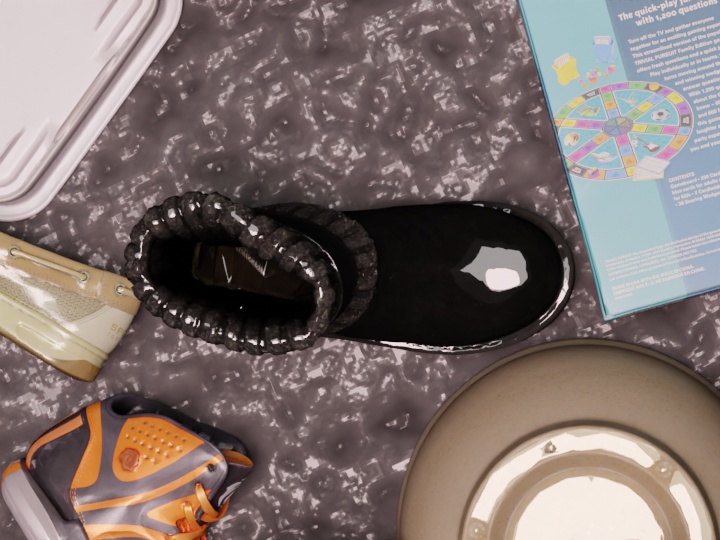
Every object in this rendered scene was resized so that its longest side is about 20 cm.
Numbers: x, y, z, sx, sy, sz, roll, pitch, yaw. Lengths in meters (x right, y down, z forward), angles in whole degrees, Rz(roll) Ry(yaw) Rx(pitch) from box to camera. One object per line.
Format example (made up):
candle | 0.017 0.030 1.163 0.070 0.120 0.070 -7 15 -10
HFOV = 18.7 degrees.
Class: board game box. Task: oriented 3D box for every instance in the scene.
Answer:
board game box | 0.171 -0.090 1.113 0.150 0.047 0.201 -15 86 5

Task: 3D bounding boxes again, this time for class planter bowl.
planter bowl | 0.111 0.132 1.067 0.199 0.135 0.201 0 87 6

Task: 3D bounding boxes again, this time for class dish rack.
dish rack | -0.213 -0.142 1.158 0.200 0.044 0.172 36 91 5

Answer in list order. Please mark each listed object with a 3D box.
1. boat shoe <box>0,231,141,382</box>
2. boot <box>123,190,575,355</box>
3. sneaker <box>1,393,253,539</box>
boat shoe | -0.209 -0.018 1.140 0.200 0.073 0.063 33 85 3
boot | -0.001 0.003 1.071 0.210 0.158 0.080 -2 88 6
sneaker | -0.088 0.150 1.116 0.112 0.078 0.200 -37 85 4
